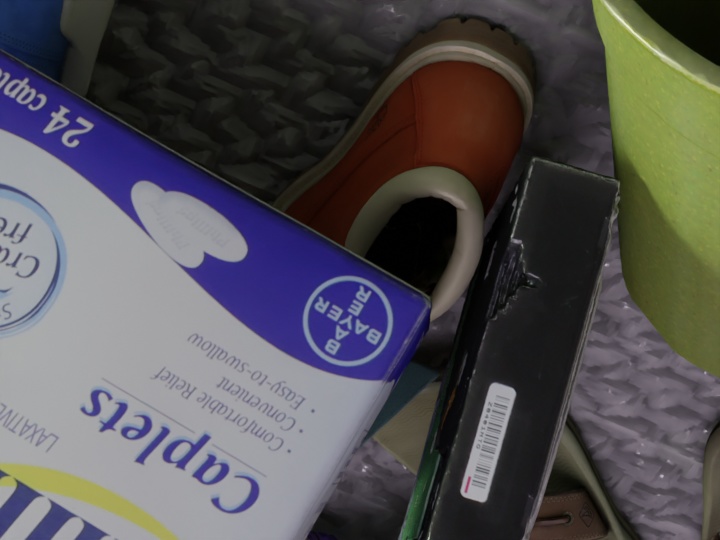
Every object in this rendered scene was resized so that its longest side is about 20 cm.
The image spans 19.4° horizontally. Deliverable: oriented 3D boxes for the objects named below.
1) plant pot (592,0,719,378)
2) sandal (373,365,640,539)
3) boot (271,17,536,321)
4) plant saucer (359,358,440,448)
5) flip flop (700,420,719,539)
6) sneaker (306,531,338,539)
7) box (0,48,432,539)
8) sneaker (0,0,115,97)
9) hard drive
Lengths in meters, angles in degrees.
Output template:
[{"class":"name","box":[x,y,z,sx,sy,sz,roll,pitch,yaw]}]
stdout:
[{"class":"plant pot","box":[0.160,-0.057,0.730,0.200,0.200,0.190,9,142,6]},{"class":"sandal","box":[0.076,0.116,0.960,0.080,0.057,0.201,-26,119,29]},{"class":"boot","box":[0.000,0.000,0.852,0.075,0.107,0.200,23,132,-10]},{"class":"plant saucer","box":[-0.038,0.079,0.906,0.019,0.070,0.200,52,149,-3]},{"class":"flip flop","box":[0.192,0.148,0.959,0.081,0.058,0.200,-1,129,14]},{"class":"sneaker","box":[-0.048,0.203,1.052,0.083,0.081,0.200,5,134,-7]},{"class":"box","box":[-0.101,0.054,0.735,0.184,0.105,0.200,30,87,2]},{"class":"sneaker","box":[-0.164,-0.062,0.830,0.111,0.077,0.200,-6,133,-27]},{"class":"hard drive","box":[0.052,0.045,0.793,0.038,0.140,0.200,16,170,0]}]
